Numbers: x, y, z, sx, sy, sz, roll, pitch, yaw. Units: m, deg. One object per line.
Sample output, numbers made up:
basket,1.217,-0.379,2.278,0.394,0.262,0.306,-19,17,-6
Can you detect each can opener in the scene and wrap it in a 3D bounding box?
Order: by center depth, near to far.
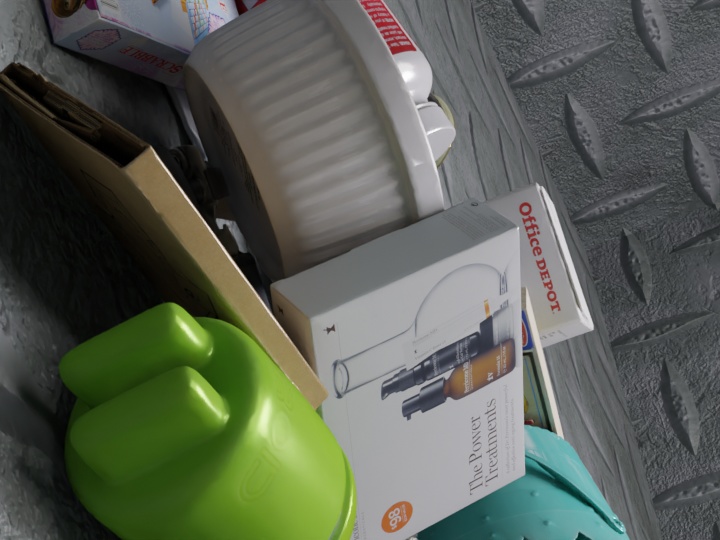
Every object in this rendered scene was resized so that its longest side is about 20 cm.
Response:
can opener,-0.102,0.013,0.922,0.067,0.053,0.201,-15,85,-44

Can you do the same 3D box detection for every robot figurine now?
robot figurine,-0.074,0.103,0.727,0.200,0.115,0.176,55,9,-47

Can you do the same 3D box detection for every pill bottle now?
pill bottle,-0.017,-0.160,1.073,0.200,0.112,0.112,56,11,14

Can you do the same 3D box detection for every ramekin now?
ramekin,-0.036,-0.080,0.912,0.201,0.105,0.200,61,-12,22

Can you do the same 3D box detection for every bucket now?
bucket,0.112,0.229,1.103,0.207,0.207,0.135,58,8,-40

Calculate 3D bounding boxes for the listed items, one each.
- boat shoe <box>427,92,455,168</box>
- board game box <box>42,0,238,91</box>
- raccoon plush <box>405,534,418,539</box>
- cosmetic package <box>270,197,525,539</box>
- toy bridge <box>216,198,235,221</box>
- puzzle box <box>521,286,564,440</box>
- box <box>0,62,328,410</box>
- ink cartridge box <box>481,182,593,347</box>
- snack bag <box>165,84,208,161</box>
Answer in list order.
boat shoe,0.015,-0.140,1.186,0.066,0.072,0.201,24,17,-30
board game box,-0.160,-0.230,0.971,0.199,0.041,0.201,12,58,-64
raccoon plush,0.040,0.166,1.011,0.200,0.097,0.134,-16,88,-41
cosmetic package,0.029,0.073,0.874,0.052,0.150,0.201,40,-35,47
toy bridge,-0.070,-0.068,1.084,0.200,0.067,0.027,-62,160,-73
puzzle box,0.087,0.100,1.123,0.025,0.133,0.200,-84,160,-47
box,-0.110,-0.017,0.776,0.163,0.021,0.200,32,-20,47
ink cartridge box,0.113,0.020,1.389,0.084,0.199,0.145,29,42,-69
snack bag,-0.133,-0.186,1.110,0.189,0.021,0.201,-48,117,-75
